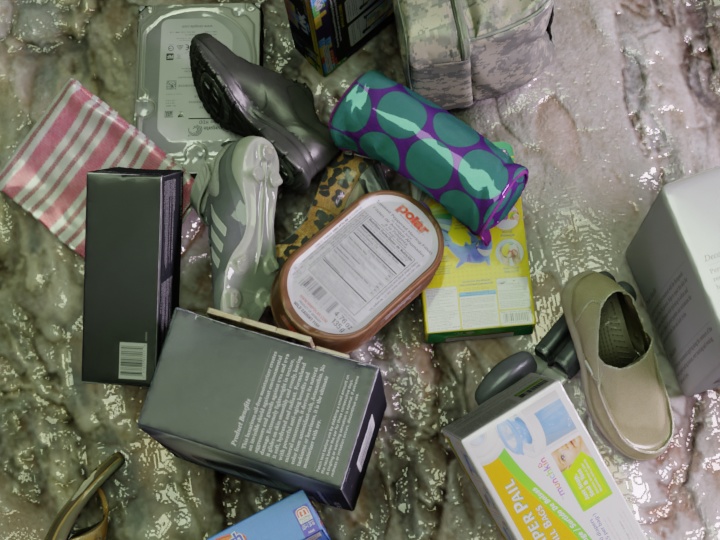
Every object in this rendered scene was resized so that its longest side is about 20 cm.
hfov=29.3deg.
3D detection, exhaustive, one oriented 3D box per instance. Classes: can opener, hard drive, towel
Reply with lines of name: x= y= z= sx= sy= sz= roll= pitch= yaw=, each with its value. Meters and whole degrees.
can opener: x=0.200 y=0.079 z=1.384 sx=0.200 sy=0.067 sz=0.053 roll=-45 pitch=50 yaw=-14
hard drive: x=-0.175 y=-0.193 z=1.494 sx=0.139 sy=0.038 sz=0.201 roll=0 pitch=75 yaw=3
towel: x=-0.278 y=-0.090 z=1.449 sx=0.200 sy=0.030 sz=0.147 roll=39 pitch=96 yaw=11

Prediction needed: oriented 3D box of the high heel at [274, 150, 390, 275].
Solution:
high heel: x=-0.061 y=-0.056 z=1.441 sx=0.199 sy=0.071 sz=0.143 roll=-22 pitch=65 yaw=-4

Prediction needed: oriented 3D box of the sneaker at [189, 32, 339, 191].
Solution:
sneaker: x=-0.100 y=-0.175 z=1.439 sx=0.091 sy=0.076 sz=0.200 roll=-39 pitch=85 yaw=-25

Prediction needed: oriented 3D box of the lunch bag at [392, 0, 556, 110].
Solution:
lunch bag: x=0.121 y=-0.257 z=1.419 sx=0.167 sy=0.200 sz=0.140 roll=-8 pitch=76 yaw=4

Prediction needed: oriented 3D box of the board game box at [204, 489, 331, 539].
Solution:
board game box: x=-0.127 y=0.279 z=1.297 sx=0.199 sy=0.152 sz=0.045 roll=-27 pitch=75 yaw=-6

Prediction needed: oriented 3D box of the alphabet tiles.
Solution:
alphabet tiles: x=-0.087 y=0.074 z=1.328 sx=0.166 sy=0.200 sz=0.008 roll=16 pitch=76 yaw=7

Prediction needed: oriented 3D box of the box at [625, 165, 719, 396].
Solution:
box: x=0.389 y=-0.005 z=1.331 sx=0.199 sy=0.199 sz=0.172 roll=-19 pitch=74 yaw=-5

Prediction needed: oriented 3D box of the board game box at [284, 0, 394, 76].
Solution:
board game box: x=-0.002 y=-0.312 z=1.436 sx=0.165 sy=0.200 sz=0.057 roll=-42 pitch=75 yaw=-10

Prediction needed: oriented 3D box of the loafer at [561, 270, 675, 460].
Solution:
loafer: x=0.256 y=0.097 z=1.348 sx=0.075 sy=0.068 sz=0.201 roll=-26 pitch=98 yaw=-13

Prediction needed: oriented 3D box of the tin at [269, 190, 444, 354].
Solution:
tin: x=0.000 y=0.000 z=1.350 sx=0.112 sy=0.042 sz=0.200 roll=46 pitch=61 yaw=5

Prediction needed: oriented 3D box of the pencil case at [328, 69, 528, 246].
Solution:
pencil case: x=0.068 y=-0.116 z=1.387 sx=0.199 sy=0.085 sz=0.093 roll=34 pitch=115 yaw=10

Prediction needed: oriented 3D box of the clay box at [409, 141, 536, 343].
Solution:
clay box: x=0.114 y=-0.030 z=1.429 sx=0.114 sy=0.048 sz=0.201 roll=-5 pitch=73 yaw=1

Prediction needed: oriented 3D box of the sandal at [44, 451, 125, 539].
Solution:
sandal: x=-0.284 y=0.269 z=1.350 sx=0.054 sy=0.080 sz=0.201 roll=32 pitch=79 yaw=-5

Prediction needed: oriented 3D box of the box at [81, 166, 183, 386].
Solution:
box: x=-0.222 y=0.002 z=1.353 sx=0.078 sy=0.141 sz=0.201 roll=3 pitch=96 yaw=3

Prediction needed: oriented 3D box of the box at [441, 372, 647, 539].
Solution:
box: x=0.178 y=0.213 z=1.301 sx=0.112 sy=0.101 sz=0.201 roll=-31 pitch=93 yaw=-6

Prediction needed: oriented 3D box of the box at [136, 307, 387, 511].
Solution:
box: x=-0.087 y=0.138 z=1.311 sx=0.197 sy=0.200 sz=0.124 roll=17 pitch=76 yaw=8

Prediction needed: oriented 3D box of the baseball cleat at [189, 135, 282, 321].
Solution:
baseball cleat: x=-0.129 y=-0.034 z=1.385 sx=0.106 sy=0.070 sz=0.201 roll=-3 pitch=72 yaw=44
